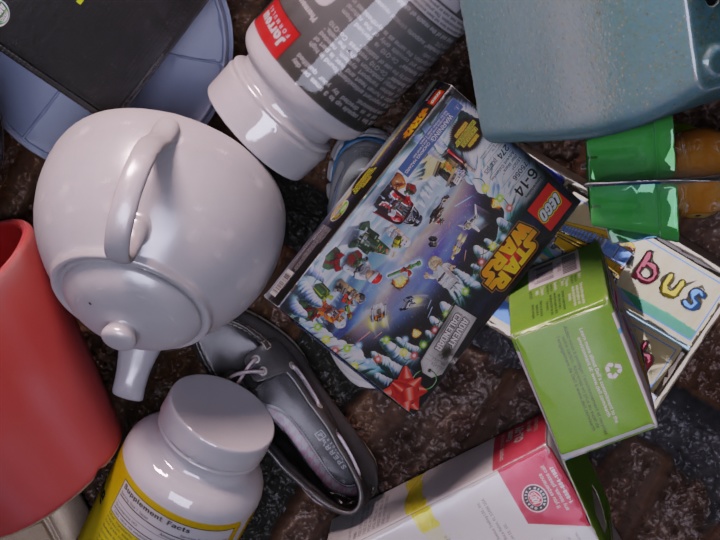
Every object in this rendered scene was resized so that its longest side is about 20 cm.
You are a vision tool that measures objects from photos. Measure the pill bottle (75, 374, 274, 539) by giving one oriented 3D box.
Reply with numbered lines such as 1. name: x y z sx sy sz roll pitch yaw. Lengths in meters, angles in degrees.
1. pill bottle: -0.142 0.180 1.574 0.112 0.113 0.200 27 119 -3

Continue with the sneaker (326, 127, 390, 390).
1. sneaker: 0.000 0.000 1.541 0.075 0.087 0.201 -3 107 4

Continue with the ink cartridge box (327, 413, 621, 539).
1. ink cartridge box: 0.090 0.222 1.599 0.200 0.083 0.145 -28 103 12

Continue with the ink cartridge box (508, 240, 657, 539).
1. ink cartridge box: 0.177 0.099 1.496 0.076 0.148 0.200 -22 104 10

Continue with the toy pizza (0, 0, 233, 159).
1. toy pizza: -0.192 -0.171 1.535 0.199 0.032 0.201 1 105 4

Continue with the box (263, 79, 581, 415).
1. box: 0.046 -0.016 1.483 0.137 0.040 0.200 39 87 -23

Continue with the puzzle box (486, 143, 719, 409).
1. puzzle box: 0.169 0.008 1.560 0.200 0.025 0.133 30 106 -4

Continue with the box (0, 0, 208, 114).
1. box: -0.194 -0.234 1.452 0.193 0.048 0.200 36 101 -21

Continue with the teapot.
1. teapot: -0.153 -0.012 1.480 0.197 0.146 0.200 -14 137 40

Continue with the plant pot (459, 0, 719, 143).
1. plant pot: 0.197 -0.193 1.368 0.195 0.200 0.197 -19 107 -26

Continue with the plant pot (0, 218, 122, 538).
1. plant pot: -0.282 0.089 1.547 0.200 0.201 0.178 -28 111 12

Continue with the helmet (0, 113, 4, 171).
1. helmet: -0.351 -0.098 1.487 0.200 0.200 0.191 38 84 -6

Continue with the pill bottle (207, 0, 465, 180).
1. pill bottle: -0.009 -0.166 1.477 0.114 0.114 0.200 44 105 -8

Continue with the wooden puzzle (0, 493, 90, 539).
1. wooden puzzle: -0.281 0.286 1.680 0.200 0.037 0.185 -23 103 7

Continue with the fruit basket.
1. fruit basket: 0.254 -0.065 1.448 0.199 0.185 0.094 3 99 4

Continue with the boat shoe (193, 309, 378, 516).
1. boat shoe: -0.057 0.106 1.592 0.067 0.057 0.200 -39 100 14
